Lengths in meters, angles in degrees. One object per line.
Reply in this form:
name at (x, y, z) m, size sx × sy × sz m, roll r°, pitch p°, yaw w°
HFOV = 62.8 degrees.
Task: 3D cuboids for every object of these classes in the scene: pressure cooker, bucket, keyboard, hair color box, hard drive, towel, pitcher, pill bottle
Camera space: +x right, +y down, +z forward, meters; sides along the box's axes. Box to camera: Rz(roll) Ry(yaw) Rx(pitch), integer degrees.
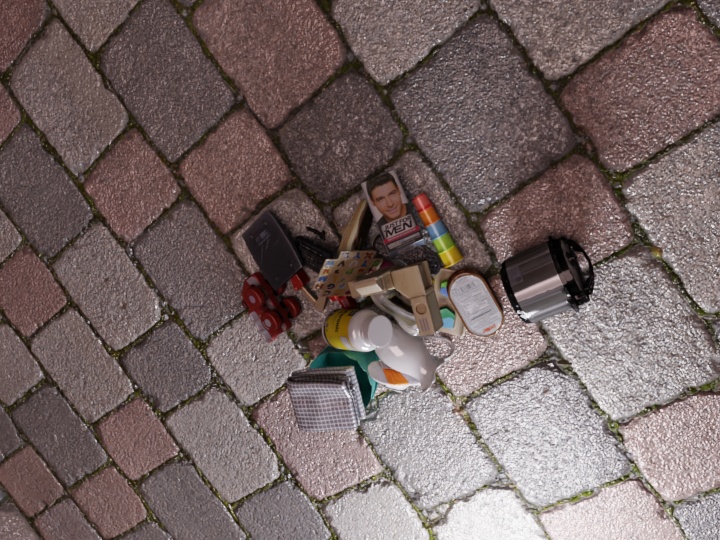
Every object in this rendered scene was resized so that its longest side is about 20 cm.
pressure cooker at (0.460, 0.021, 1.425) m, size 0.199 × 0.179 × 0.177 m, roll -27°, pitch 94°, yaw 26°
bucket at (-0.040, 0.300, 1.715) m, size 0.205 × 0.135 × 0.209 m, roll 6°, pitch 110°, yaw 17°
keyboard at (-0.131, -0.061, 1.632) m, size 0.200 × 0.020 × 0.128 m, roll 26°, pitch 116°, yaw 52°
hair color box at (0.083, -0.146, 1.522) m, size 0.098 × 0.061 × 0.201 m, roll -22°, pitch 78°, yaw 3°
hard drive at (-0.249, -0.059, 1.704) m, size 0.135 × 0.042 × 0.201 m, roll -40°, pitch 75°, yaw 26°
towel at (-0.097, 0.360, 1.634) m, size 0.198 × 0.086 × 0.167 m, roll -6°, pitch 105°, yaw 22°
pitcher at (0.147, 0.213, 1.627) m, size 0.200 × 0.172 × 0.121 m, roll 39°, pitch 153°, yaw 10°
pill bottle at (-0.007, 0.159, 1.576) m, size 0.199 × 0.111 × 0.112 m, roll -4°, pitch 108°, yaw 53°

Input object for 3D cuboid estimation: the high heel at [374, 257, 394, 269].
high heel at (0.000, 0.000, 1.627) m, size 0.198 × 0.096 × 0.068 m, roll 12°, pitch 110°, yaw 16°

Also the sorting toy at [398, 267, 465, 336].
sorting toy at (0.202, 0.079, 1.613) m, size 0.198 × 0.036 × 0.187 m, roll 13°, pitch 111°, yaw 16°

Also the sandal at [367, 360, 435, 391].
sandal at (0.113, 0.307, 1.661) m, size 0.205 × 0.080 × 0.059 m, roll 9°, pitch 132°, yaw -20°

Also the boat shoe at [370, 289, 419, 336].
boat shoe at (0.103, 0.092, 1.609) m, size 0.202 × 0.074 × 0.065 m, roll 45°, pitch 123°, yaw 29°

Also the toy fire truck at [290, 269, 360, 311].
toy fire truck at (-0.099, 0.074, 1.712) m, size 0.140 × 0.049 × 0.201 m, roll -26°, pitch 98°, yaw 25°

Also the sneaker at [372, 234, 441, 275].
sneaker at (0.126, -0.050, 1.578) m, size 0.199 × 0.083 × 0.072 m, roll 26°, pitch 97°, yaw 8°

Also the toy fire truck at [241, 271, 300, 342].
toy fire truck at (-0.290, 0.111, 1.769) m, size 0.168 × 0.112 × 0.201 m, roll -31°, pitch 94°, yaw 44°

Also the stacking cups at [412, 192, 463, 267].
stacking cups at (0.196, -0.106, 1.542) m, size 0.060 × 0.060 × 0.201 m, roll -28°, pitch 96°, yaw 25°

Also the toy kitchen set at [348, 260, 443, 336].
toy kitchen set at (0.074, 0.089, 1.486) m, size 0.199 × 0.163 × 0.182 m, roll -14°, pitch 94°, yaw 27°

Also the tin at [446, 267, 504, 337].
tin at (0.303, 0.088, 1.559) m, size 0.111 × 0.042 × 0.201 m, roll -27°, pitch 105°, yaw 18°

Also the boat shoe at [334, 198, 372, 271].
boat shoe at (-0.026, -0.102, 1.595) m, size 0.076 × 0.072 × 0.201 m, roll 16°, pitch 84°, yaw 27°

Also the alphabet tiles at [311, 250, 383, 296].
alphabet tiles at (-0.035, 0.011, 1.577) m, size 0.200 × 0.165 × 0.006 m, roll 118°, pitch 142°, yaw -47°
